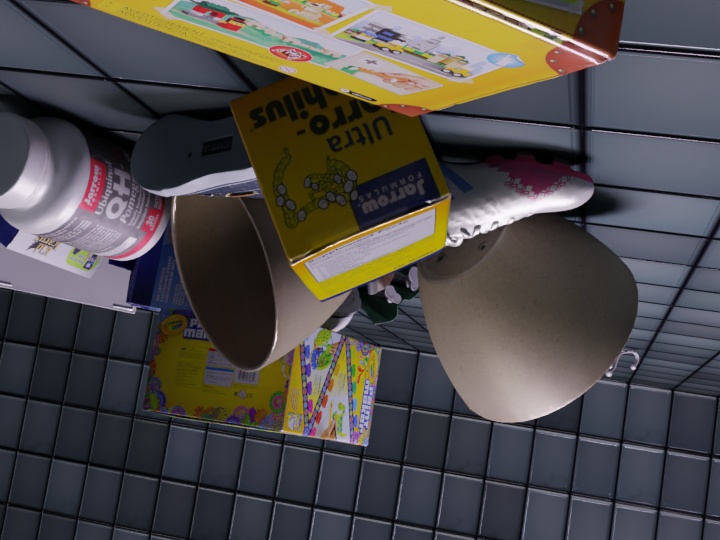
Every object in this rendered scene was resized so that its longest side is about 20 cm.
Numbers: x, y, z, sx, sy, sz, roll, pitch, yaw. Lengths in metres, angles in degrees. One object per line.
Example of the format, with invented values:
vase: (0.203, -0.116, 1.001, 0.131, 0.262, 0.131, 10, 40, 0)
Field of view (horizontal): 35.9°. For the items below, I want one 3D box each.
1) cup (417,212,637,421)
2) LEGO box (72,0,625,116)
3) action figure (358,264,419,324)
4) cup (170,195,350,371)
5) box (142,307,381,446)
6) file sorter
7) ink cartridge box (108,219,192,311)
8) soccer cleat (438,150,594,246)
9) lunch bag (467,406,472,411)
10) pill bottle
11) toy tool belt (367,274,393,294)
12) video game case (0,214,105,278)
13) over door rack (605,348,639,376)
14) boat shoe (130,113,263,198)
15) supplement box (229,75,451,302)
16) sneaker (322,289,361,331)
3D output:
cup: (0.133, 0.015, 1.027, 0.199, 0.201, 0.143, 0, 141, 52)
LEGO box: (-0.013, -0.136, 0.452, 0.198, 0.078, 0.148, 14, 171, -30)
action figure: (0.000, 0.000, 1.453, 0.118, 0.055, 0.199, -35, -150, -24)
cup: (-0.076, -0.020, 1.079, 0.142, 0.203, 0.199, -18, -172, -32)
box: (-0.111, 0.126, 1.300, 0.198, 0.124, 0.192, 3, 169, 30)
file sorter: (-0.401, -0.032, 1.494, 0.198, 0.141, 0.124, 14, 174, -29)
ink cartridge box: (-0.214, -0.011, 1.393, 0.197, 0.138, 0.076, 12, 176, -14)
soccer cleat: (0.090, -0.052, 0.912, 0.197, 0.088, 0.070, 7, 172, 19)
lunch bag: (0.394, 0.299, 2.957, 0.198, 0.141, 0.167, 12, 156, -42)
pill bottle: (-0.280, -0.082, 1.064, 0.109, 0.112, 0.200, 5, 172, 27)
toy tool belt: (-0.060, -0.018, 1.288, 0.122, 0.127, 0.199, 12, -156, 40)
video game case: (-0.391, -0.076, 1.197, 0.199, 0.046, 0.181, 35, 178, 17)
over door rack: (0.440, 0.175, 2.244, 0.198, 0.068, 0.147, 14, 171, -28)
boat shoe: (-0.106, -0.088, 0.944, 0.198, 0.072, 0.090, 0, 164, 41)
supplement box: (-0.008, -0.059, 0.760, 0.108, 0.111, 0.200, -22, 171, 0)
sneaker: (-0.100, 0.042, 1.355, 0.198, 0.077, 0.081, 13, 143, -23)
